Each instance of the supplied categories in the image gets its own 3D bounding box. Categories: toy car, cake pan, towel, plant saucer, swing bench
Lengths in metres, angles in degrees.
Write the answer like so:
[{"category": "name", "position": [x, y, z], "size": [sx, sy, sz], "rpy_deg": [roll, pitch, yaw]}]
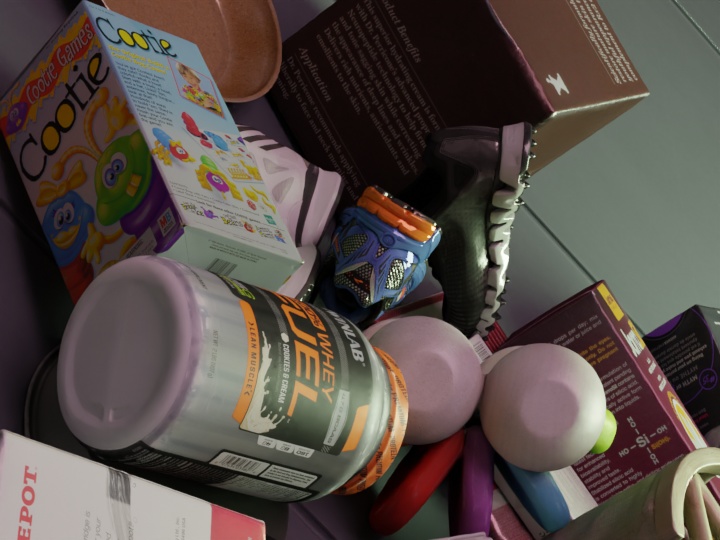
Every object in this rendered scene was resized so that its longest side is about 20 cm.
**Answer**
[{"category": "toy car", "position": [0.067, 0.115, 1.785], "size": [0.199, 0.175, 0.151], "rpy_deg": [12, 87, -4]}, {"category": "cake pan", "position": [-0.118, 0.121, 1.640], "size": [0.200, 0.037, 0.201], "rpy_deg": [34, 38, -31]}, {"category": "towel", "position": [0.090, 0.109, 1.949], "size": [0.144, 0.023, 0.200], "rpy_deg": [-16, 73, -56]}, {"category": "plant saucer", "position": [-0.139, -0.198, 1.908], "size": [0.200, 0.035, 0.201], "rpy_deg": [33, 38, -31]}, {"category": "swing bench", "position": [0.177, 0.246, 1.767], "size": [0.130, 0.199, 0.201], "rpy_deg": [4, 57, -52]}]

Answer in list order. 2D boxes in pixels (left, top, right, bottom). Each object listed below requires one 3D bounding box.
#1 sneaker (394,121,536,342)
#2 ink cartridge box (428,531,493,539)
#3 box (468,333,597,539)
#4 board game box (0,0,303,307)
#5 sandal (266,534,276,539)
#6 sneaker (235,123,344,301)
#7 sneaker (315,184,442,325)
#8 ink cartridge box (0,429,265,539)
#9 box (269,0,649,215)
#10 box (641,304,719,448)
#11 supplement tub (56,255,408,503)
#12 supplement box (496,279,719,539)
[{"category": "sneaker", "position": [0.065, -0.028, 1.891], "size": [0.090, 0.200, 0.067], "rpy_deg": [8, 42, -2]}, {"category": "ink cartridge box", "position": [0.055, 0.277, 1.683], "size": [0.145, 0.083, 0.201], "rpy_deg": [0, 62, -52]}, {"category": "box", "position": [0.119, 0.139, 1.901], "size": [0.200, 0.039, 0.041], "rpy_deg": [55, 35, 2]}, {"category": "board game box", "position": [-0.136, -0.054, 1.678], "size": [0.105, 0.103, 0.200], "rpy_deg": [19, 35, -44]}, {"category": "sandal", "position": [-0.014, 0.181, 1.579], "size": [0.200, 0.045, 0.075], "rpy_deg": [34, -4, -1]}, {"category": "sneaker", "position": [-0.086, -0.027, 1.808], "size": [0.115, 0.076, 0.201], "rpy_deg": [32, 34, -12]}, {"category": "sneaker", "position": [0.000, 0.000, 1.822], "size": [0.075, 0.079, 0.200], "rpy_deg": [34, -12, 5]}, {"category": "ink cartridge box", "position": [-0.152, 0.187, 1.456], "size": [0.200, 0.083, 0.146], "rpy_deg": [24, 60, -40]}, {"category": "box", "position": [0.068, -0.140, 1.979], "size": [0.164, 0.200, 0.166], "rpy_deg": [-15, 74, -57]}, {"category": "box", "position": [0.280, 0.143, 2.075], "size": [0.106, 0.122, 0.201], "rpy_deg": [9, 54, -50]}, {"category": "supplement tub", "position": [-0.072, 0.070, 1.596], "size": [0.200, 0.122, 0.123], "rpy_deg": [18, 47, -45]}, {"category": "supplement box", "position": [0.191, 0.114, 1.954], "size": [0.200, 0.086, 0.110], "rpy_deg": [58, 11, 1]}]
